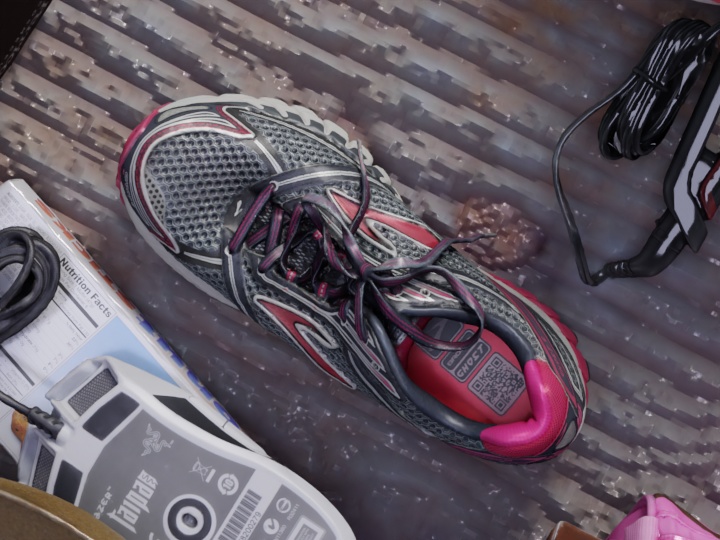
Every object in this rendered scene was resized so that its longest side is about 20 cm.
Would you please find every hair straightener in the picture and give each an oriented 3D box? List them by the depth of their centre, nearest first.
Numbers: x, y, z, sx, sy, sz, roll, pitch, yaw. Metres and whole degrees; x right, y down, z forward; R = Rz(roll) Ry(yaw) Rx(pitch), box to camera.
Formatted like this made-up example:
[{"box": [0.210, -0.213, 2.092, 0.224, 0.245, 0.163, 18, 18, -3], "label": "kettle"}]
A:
[{"box": [0.129, -0.084, 1.055, 0.077, 0.041, 0.201, 32, 100, 3], "label": "hair straightener"}]

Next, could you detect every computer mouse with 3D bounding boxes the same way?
[{"box": [-0.088, 0.074, 1.053, 0.199, 0.044, 0.110, 34, 96, 6], "label": "computer mouse"}]

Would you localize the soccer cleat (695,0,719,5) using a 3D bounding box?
[{"box": [0.188, -0.106, 0.954, 0.199, 0.073, 0.069, 9, 94, -7], "label": "soccer cleat"}]

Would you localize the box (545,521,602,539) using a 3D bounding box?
[{"box": [0.070, 0.193, 1.007, 0.100, 0.075, 0.201, 25, 131, 1], "label": "box"}]

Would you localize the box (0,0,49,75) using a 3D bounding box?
[{"box": [-0.177, -0.080, 0.989, 0.075, 0.200, 0.100, 35, 97, 0], "label": "box"}]

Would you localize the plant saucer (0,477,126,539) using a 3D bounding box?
[{"box": [-0.125, 0.144, 1.050, 0.199, 0.035, 0.201, 15, 129, 18], "label": "plant saucer"}]

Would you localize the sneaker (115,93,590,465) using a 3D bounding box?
[{"box": [0.000, 0.000, 1.049, 0.199, 0.075, 0.081, 31, 96, 3], "label": "sneaker"}]

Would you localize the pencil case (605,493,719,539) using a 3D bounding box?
[{"box": [0.174, 0.151, 1.034, 0.199, 0.094, 0.091, 22, 61, 2], "label": "pencil case"}]

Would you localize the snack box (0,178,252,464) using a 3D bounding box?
[{"box": [-0.092, 0.063, 1.086, 0.072, 0.024, 0.200, -41, 89, 6], "label": "snack box"}]
